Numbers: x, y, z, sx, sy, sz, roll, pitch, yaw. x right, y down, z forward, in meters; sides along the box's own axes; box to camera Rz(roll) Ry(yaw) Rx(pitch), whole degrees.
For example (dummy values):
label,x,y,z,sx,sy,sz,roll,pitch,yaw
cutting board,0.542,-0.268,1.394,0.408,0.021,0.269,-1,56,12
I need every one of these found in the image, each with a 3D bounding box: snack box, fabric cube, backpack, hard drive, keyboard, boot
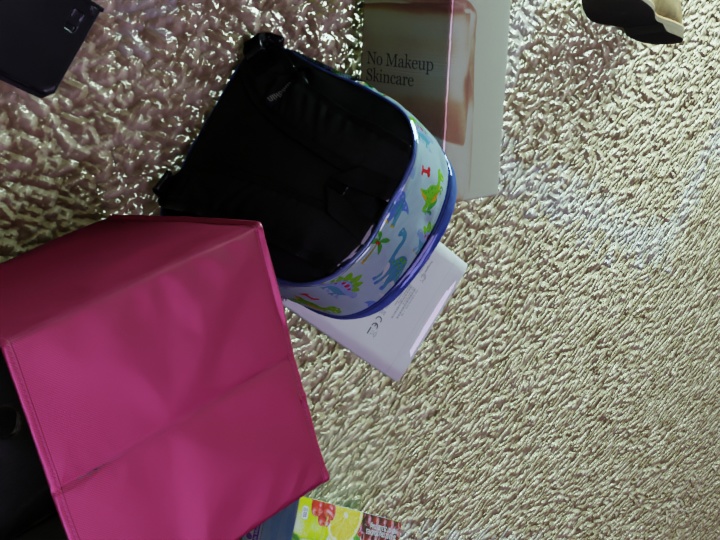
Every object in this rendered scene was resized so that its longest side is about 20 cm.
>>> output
label,x,y,z,sx,sy,sz,roll,pitch,yaw
snack box,-0.046,0.320,1.235,0.199,0.067,0.171,30,68,-52
fabric cube,-0.173,0.089,0.834,0.198,0.195,0.202,-28,111,-39
backpack,-0.027,-0.058,0.954,0.184,0.199,0.147,-58,143,-7
hard drive,0.000,0.000,1.121,0.199,0.027,0.133,36,83,-37
keyboard,-0.239,-0.197,0.766,0.199,0.021,0.128,26,96,-54
boot,0.292,-0.299,1.313,0.199,0.073,0.077,6,89,-56

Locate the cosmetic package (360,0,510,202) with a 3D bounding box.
label,x,y,z,sx,sy,sz,roll,pitch,yaw
cosmetic package,0.061,-0.165,1.048,0.087,0.103,0.203,-12,108,-46
